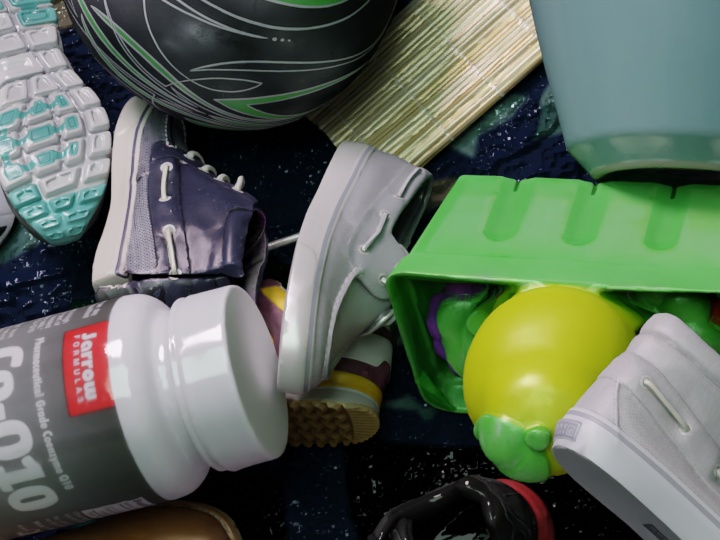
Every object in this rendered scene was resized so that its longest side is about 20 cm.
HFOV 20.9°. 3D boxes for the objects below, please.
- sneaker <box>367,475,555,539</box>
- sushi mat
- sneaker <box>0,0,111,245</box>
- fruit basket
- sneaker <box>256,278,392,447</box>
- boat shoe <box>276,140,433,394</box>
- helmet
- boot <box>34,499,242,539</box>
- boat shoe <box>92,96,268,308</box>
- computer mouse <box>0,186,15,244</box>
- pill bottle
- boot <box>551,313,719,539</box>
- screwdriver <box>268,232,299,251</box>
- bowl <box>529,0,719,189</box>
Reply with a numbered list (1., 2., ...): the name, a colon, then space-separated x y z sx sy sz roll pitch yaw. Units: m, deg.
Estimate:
1. sneaker: 0.017 0.181 1.049 0.200 0.098 0.071 -43 65 -3
2. sushi mat: 0.060 -0.139 1.218 0.200 0.012 0.096 -42 60 -4
3. sneaker: -0.201 -0.088 1.231 0.077 0.091 0.200 -11 55 -11
4. fruit basket: 0.114 0.049 1.042 0.215 0.156 0.216 -7 51 9
5. sneaker: -0.079 0.050 1.153 0.200 0.075 0.090 4 60 11
6. boat shoe: 0.000 0.000 1.104 0.068 0.072 0.200 12 33 6
7. helmet: -0.079 -0.180 1.171 0.200 0.200 0.191 25 56 24
8. boot: -0.176 0.173 1.067 0.200 0.155 0.077 -7 85 15
9. boat shoe: -0.099 -0.038 1.169 0.093 0.075 0.200 -8 44 9
10. computer mouse: -0.312 -0.003 1.252 0.200 0.044 0.110 -39 62 -2
11. pill bottle: -0.149 0.077 1.058 0.200 0.114 0.114 -15 64 12
12. boot: 0.190 0.110 0.936 0.200 0.074 0.096 43 75 -11
13. screwdriver: -0.062 -0.014 1.193 0.200 0.029 0.028 -20 64 8
14. bowl: 0.188 -0.097 1.076 0.200 0.201 0.105 3 84 17
